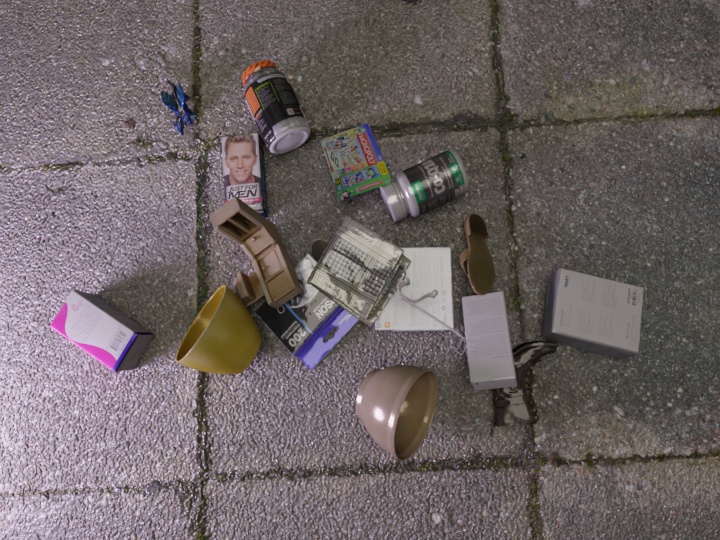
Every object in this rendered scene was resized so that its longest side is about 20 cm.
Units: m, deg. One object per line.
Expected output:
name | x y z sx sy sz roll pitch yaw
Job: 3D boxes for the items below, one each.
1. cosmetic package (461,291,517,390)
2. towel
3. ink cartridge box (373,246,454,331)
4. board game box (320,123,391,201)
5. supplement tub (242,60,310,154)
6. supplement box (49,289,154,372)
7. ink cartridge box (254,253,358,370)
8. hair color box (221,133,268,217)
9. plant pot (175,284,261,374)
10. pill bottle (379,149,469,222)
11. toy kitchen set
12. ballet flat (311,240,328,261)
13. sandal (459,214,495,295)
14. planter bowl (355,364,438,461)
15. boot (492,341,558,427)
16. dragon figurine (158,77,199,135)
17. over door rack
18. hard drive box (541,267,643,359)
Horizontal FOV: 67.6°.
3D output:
cosmetic package | 0.292 0.159 1.223 0.099 0.071 0.205 -9 61 16
towel | 0.000 0.000 1.267 0.197 0.035 0.195 33 79 4
ink cartridge box | 0.126 0.046 1.303 0.194 0.041 0.206 0 82 3
board game box | -0.014 -0.268 1.313 0.131 0.029 0.203 -19 52 1
supplement tub | -0.214 -0.408 1.342 0.120 0.123 0.204 -25 82 -1
supplement box | -0.619 0.145 1.295 0.197 0.103 0.103 32 85 5
ink cartridge box | -0.123 0.102 1.299 0.200 0.043 0.198 44 92 7
hair color box | -0.291 -0.234 1.353 0.097 0.061 0.206 -6 81 2
plant pot | -0.313 0.158 1.250 0.141 0.199 0.203 35 85 -21
pill bottle | 0.152 -0.201 1.299 0.196 0.113 0.115 -25 81 -1
toy kitchen set | -0.269 -0.014 1.243 0.161 0.180 0.203 -33 62 11
ballet flat | -0.042 0.001 1.317 0.200 0.068 0.046 44 42 11
sandal | 0.271 -0.026 1.300 0.076 0.070 0.217 13 61 -21
planter bowl | 0.073 0.300 1.209 0.132 0.199 0.205 16 82 32
boot | 0.383 0.265 1.251 0.195 0.069 0.179 -17 82 11
dragon figurine | -0.467 -0.432 1.369 0.058 0.099 0.204 -23 82 -1
over door rack | 0.167 0.091 1.201 0.200 0.148 0.067 45 92 8
hard drive box | 0.535 0.099 1.245 0.195 0.077 0.160 14 73 4
